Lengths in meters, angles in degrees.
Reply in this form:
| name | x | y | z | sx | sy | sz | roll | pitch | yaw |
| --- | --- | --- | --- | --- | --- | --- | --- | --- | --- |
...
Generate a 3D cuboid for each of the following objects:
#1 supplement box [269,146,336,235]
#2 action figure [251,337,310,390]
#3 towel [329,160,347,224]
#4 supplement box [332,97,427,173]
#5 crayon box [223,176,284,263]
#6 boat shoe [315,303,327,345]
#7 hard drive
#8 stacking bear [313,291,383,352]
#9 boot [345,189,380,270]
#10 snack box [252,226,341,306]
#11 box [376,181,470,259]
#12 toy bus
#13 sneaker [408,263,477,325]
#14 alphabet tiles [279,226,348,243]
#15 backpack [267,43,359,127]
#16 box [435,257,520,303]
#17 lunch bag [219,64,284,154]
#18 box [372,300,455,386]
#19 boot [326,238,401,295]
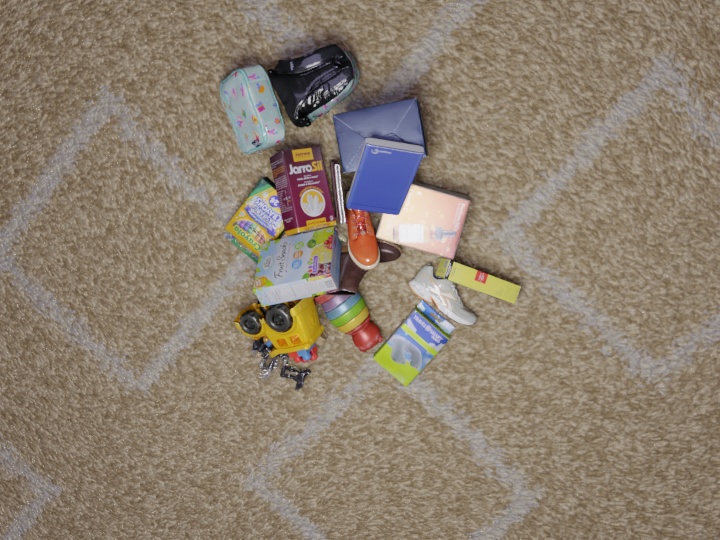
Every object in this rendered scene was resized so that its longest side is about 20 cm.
| name | x | y | z | sx | sy | sz | roll | pitch | yaw |
| --- | --- | --- | --- | --- | --- | --- | --- | --- | --- |
| supplement box | -0.143 | -0.197 | 1.678 | 0.109 | 0.085 | 0.202 | -13 | 93 | -29 |
| action figure | -0.232 | 0.241 | 1.798 | 0.200 | 0.119 | 0.102 | 42 | 98 | -8 |
| towel | -0.053 | -0.193 | 1.645 | 0.022 | 0.200 | 0.146 | -7 | 101 | -4 |
| supplement box | 0.053 | -0.319 | 1.603 | 0.198 | 0.200 | 0.136 | -9 | 100 | 9 |
| crayon box | -0.261 | -0.125 | 1.759 | 0.125 | 0.052 | 0.200 | 39 | 104 | -1 |
| boat shoe | -0.146 | 0.107 | 1.780 | 0.064 | 0.071 | 0.201 | -36 | 94 | 13 |
| hard drive | 0.052 | -0.208 | 1.532 | 0.131 | 0.026 | 0.201 | 7 | 141 | -12 |
| stacking bear | -0.023 | 0.118 | 1.752 | 0.121 | 0.114 | 0.201 | -35 | 100 | 12 |
| boot | -0.001 | -0.101 | 1.651 | 0.074 | 0.108 | 0.202 | -13 | 62 | -5 |
| snack box | -0.151 | -0.010 | 1.643 | 0.198 | 0.170 | 0.068 | -13 | 132 | 13 |
| box | 0.156 | -0.133 | 1.676 | 0.198 | 0.106 | 0.154 | 16 | 103 | 4 |
| toy bus | -0.192 | 0.156 | 1.710 | 0.198 | 0.136 | 0.194 | -13 | 109 | 25 |
| sneaker | 0.224 | 0.060 | 1.725 | 0.199 | 0.076 | 0.092 | 35 | 99 | -2 |
| alphabet tiles | -0.132 | -0.041 | 1.755 | 0.200 | 0.008 | 0.167 | -45 | 93 | -3 |
| backpack | -0.101 | -0.459 | 1.634 | 0.199 | 0.127 | 0.168 | -28 | 98 | 14 |
| box | 0.292 | 0.026 | 1.680 | 0.198 | 0.075 | 0.051 | 20 | 90 | -11 |
| lunch bag | -0.269 | -0.387 | 1.662 | 0.160 | 0.077 | 0.202 | -8 | 103 | 54 |
| box | 0.141 | 0.192 | 1.773 | 0.122 | 0.048 | 0.200 | 39 | 104 | -2 |
| boot | 0.000 | 0.000 | 1.687 | 0.198 | 0.167 | 0.073 | 2 | 138 | 7 |
